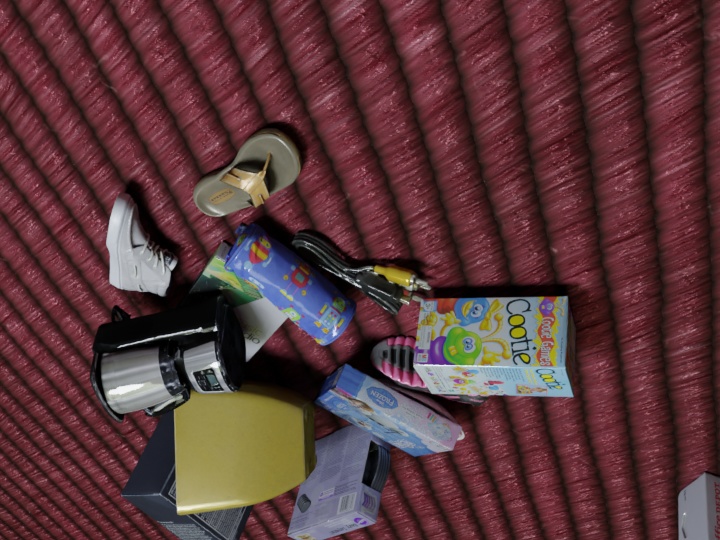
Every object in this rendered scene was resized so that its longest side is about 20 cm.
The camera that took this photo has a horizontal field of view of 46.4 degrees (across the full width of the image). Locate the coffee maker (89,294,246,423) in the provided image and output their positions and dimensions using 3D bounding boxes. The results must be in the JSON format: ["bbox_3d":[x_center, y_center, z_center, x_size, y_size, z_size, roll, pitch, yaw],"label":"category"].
[{"bbox_3d":[-0.278,0.107,1.233,0.198,0.194,0.135,-14,153,5],"label":"coffee maker"}]

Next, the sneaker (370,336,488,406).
[{"bbox_3d":[0.109,0.162,1.273,0.198,0.080,0.096,15,150,5],"label":"sneaker"}]

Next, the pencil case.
[{"bbox_3d":[-0.101,0.020,1.167,0.200,0.078,0.087,39,145,-17],"label":"pencil case"}]

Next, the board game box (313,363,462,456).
[{"bbox_3d":[0.035,0.224,1.311,0.198,0.044,0.200,28,161,-4],"label":"board game box"}]

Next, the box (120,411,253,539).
[{"bbox_3d":[-0.289,0.365,1.516,0.123,0.201,0.199,-12,131,37],"label":"box"}]

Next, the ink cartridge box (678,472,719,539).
[{"bbox_3d":[0.612,0.426,1.323,0.198,0.145,0.085,18,139,-1],"label":"ink cartridge box"}]

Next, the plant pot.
[{"bbox_3d":[-0.175,0.273,1.355,0.198,0.196,0.195,-3,177,6],"label":"plant pot"}]

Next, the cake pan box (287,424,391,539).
[{"bbox_3d":[-0.031,0.356,1.437,0.052,0.185,0.200,34,135,-25],"label":"cake pan box"}]

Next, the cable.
[{"bbox_3d":[0.000,0.000,1.169,0.199,0.051,0.097,27,156,7],"label":"cable"}]

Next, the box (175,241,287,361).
[{"bbox_3d":[-0.190,0.053,1.275,0.144,0.037,0.200,29,136,-14],"label":"box"}]

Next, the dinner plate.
[{"bbox_3d":[0.076,0.214,1.331,0.199,0.024,0.200,23,158,10],"label":"dinner plate"}]

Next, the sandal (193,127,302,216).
[{"bbox_3d":[-0.148,-0.110,1.072,0.199,0.054,0.080,-26,123,38],"label":"sandal"}]

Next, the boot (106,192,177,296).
[{"bbox_3d":[-0.308,-0.033,1.207,0.095,0.074,0.200,14,147,-5],"label":"boot"}]

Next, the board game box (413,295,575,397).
[{"bbox_3d":[0.184,0.103,1.138,0.198,0.104,0.105,-1,151,20],"label":"board game box"}]
